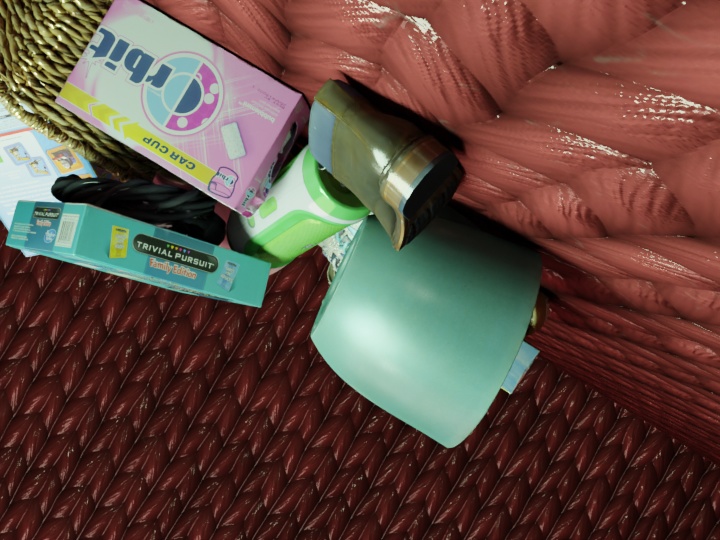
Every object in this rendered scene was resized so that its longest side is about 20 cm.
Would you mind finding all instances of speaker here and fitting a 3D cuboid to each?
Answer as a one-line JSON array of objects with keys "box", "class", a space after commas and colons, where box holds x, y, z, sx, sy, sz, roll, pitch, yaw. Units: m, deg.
[{"box": [-0.058, -0.061, 0.886, 0.088, 0.089, 0.200, 31, 152, -20], "class": "speaker"}]

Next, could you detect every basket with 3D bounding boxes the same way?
[{"box": [-0.276, -0.197, 0.929, 0.142, 0.150, 0.200, 30, 180, 37], "class": "basket"}]

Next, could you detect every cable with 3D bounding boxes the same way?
[{"box": [-0.218, -0.068, 0.908, 0.162, 0.051, 0.200, 15, 176, 5], "class": "cable"}]

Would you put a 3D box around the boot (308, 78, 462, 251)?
[{"box": [0.018, -0.078, 0.687, 0.097, 0.075, 0.200, 43, 173, 9], "class": "boot"}]

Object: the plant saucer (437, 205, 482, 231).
[{"box": [0.047, -0.071, 1.002, 0.199, 0.028, 0.200, 31, 178, 1], "class": "plant saucer"}]

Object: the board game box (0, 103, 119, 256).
[{"box": [-0.352, -0.111, 1.021, 0.150, 0.037, 0.201, -8, 126, 19], "class": "board game box"}]

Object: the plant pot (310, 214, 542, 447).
[{"box": [0.050, 0.038, 0.860, 0.160, 0.202, 0.201, 26, 179, -5], "class": "plant pot"}]

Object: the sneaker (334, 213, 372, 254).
[{"box": [0.006, -0.030, 0.967, 0.199, 0.087, 0.078, 31, 179, 1], "class": "sneaker"}]

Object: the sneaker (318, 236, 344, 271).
[{"box": [0.000, 0.000, 1.038, 0.199, 0.086, 0.077, 31, 177, 6], "class": "sneaker"}]

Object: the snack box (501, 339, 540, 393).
[{"box": [0.138, 0.081, 1.171, 0.168, 0.068, 0.200, 35, 179, 10], "class": "snack box"}]

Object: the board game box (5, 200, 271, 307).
[{"box": [-0.209, -0.016, 0.884, 0.199, 0.047, 0.150, 18, 172, -42], "class": "board game box"}]

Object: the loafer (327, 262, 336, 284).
[{"box": [-0.002, -0.007, 1.165, 0.068, 0.076, 0.200, 32, 172, -20], "class": "loafer"}]

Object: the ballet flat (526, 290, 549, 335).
[{"box": [0.209, 0.041, 1.189, 0.063, 0.069, 0.200, 3, -173, -10], "class": "ballet flat"}]

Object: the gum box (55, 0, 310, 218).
[{"box": [-0.149, -0.142, 0.820, 0.199, 0.114, 0.066, 31, 179, 6], "class": "gum box"}]

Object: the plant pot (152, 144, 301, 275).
[{"box": [-0.160, -0.112, 1.080, 0.199, 0.200, 0.179, 30, 163, 22], "class": "plant pot"}]
